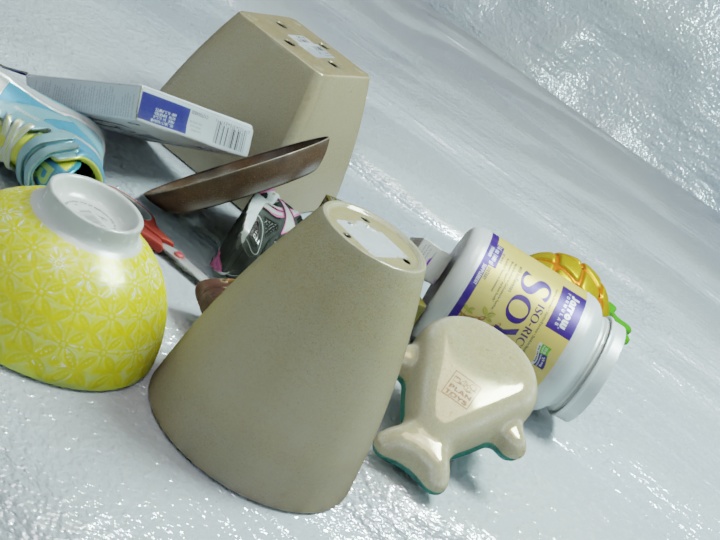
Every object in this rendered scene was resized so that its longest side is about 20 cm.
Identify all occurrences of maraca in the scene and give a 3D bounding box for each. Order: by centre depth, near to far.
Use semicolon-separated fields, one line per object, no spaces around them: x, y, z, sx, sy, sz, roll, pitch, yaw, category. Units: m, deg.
0.271;0.040;1.558;0.200;0.107;0.137;18;33;-34;maraca

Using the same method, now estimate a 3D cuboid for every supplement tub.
0.170;0.061;1.311;0.200;0.146;0.145;31;20;-2;supplement tub

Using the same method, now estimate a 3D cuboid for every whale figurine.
0.079;0.133;1.120;0.159;0.104;0.200;35;45;6;whale figurine

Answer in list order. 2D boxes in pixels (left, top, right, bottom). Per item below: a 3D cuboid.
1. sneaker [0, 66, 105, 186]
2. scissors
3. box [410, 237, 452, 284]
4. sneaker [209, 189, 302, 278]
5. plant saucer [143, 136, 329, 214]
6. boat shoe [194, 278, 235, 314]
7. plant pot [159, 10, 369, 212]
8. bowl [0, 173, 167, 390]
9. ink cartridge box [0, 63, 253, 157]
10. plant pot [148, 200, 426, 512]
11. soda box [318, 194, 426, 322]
-0.319;-0.122;1.107;0.199;0.080;0.131;19;23;-30;sneaker
-0.183;-0.022;1.171;0.200;0.014;0.073;33;20;3;scissors
0.070;-0.013;1.391;0.039;0.042;0.200;33;0;-2;box
-0.088;-0.033;1.244;0.086;0.080;0.200;33;21;-4;sneaker
-0.123;-0.095;1.240;0.200;0.200;0.032;-42;116;-69;plant saucer
-0.067;0.039;1.128;0.199;0.072;0.072;6;34;-40;boat shoe
-0.107;-0.198;1.446;0.200;0.177;0.200;38;21;17;plant pot
-0.229;-0.010;0.945;0.200;0.108;0.200;28;21;-12;bowl
-0.249;-0.167;1.280;0.199;0.041;0.199;12;0;30;ink cartridge box
-0.038;0.053;0.949;0.187;0.200;0.187;28;21;-12;plant pot
0.000;0.000;1.316;0.068;0.064;0.200;21;24;-30;soda box
